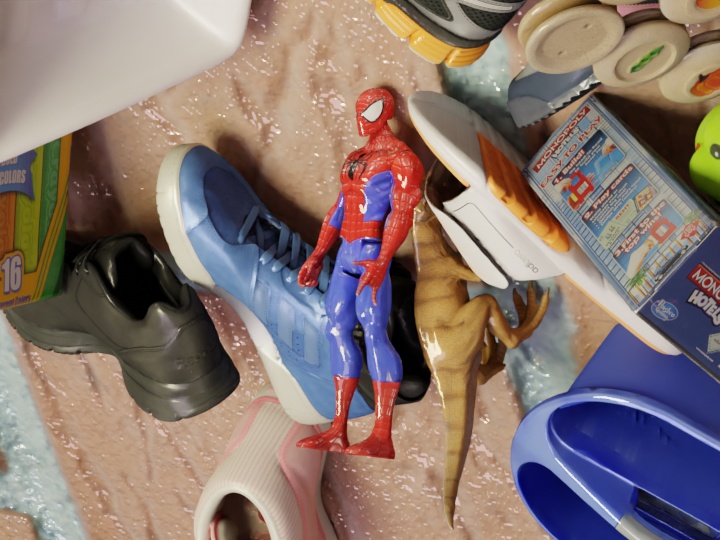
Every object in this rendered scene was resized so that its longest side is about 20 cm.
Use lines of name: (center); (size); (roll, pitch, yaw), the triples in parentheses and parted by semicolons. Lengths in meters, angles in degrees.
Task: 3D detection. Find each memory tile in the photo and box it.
memory tile: (0.182, -0.146, 1.402); (0.153, 0.017, 0.200); (13, 139, -42)

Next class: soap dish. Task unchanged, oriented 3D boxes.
soap dish: (-0.147, -0.154, 1.555); (0.081, 0.199, 0.158); (46, 145, 28)

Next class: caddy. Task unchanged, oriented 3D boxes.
caddy: (0.182, 0.122, 1.672); (0.199, 0.105, 0.142); (29, 138, 3)

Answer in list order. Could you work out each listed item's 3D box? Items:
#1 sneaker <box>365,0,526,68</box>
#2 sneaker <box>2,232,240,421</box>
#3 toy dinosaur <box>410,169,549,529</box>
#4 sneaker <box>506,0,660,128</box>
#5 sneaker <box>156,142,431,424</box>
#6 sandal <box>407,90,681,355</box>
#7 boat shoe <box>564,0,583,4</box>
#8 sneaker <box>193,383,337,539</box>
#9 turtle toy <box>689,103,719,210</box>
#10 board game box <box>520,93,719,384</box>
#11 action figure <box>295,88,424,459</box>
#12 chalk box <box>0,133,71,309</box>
sneaker: (0.007, -0.187, 1.514); (0.200, 0.079, 0.077); (34, 137, -22)
sneaker: (-0.148, 0.010, 1.760); (0.199, 0.076, 0.091); (25, 140, 39)
toy dinosaur: (0.053, 0.044, 1.663); (0.060, 0.106, 0.201); (-14, 81, 43)
sneaker: (0.127, -0.149, 1.496); (0.082, 0.070, 0.200); (51, 131, 3)
sneaker: (-0.028, 0.002, 1.705); (0.111, 0.077, 0.200); (-11, 121, 36)
sandal: (0.090, -0.010, 1.616); (0.207, 0.079, 0.059); (42, 110, -13)
boat shoe: (0.071, -0.220, 1.421); (0.075, 0.062, 0.201); (-16, 99, 44)
sneaker: (-0.063, 0.172, 1.863); (0.075, 0.105, 0.201); (16, 136, 14)
turtle toy: (0.263, -0.055, 1.468); (0.199, 0.101, 0.146); (8, 132, 24)
board game box: (0.174, -0.001, 1.543); (0.062, 0.200, 0.200); (-47, 128, 8)
action figure: (0.000, 0.000, 1.637); (0.051, 0.201, 0.065); (9, 176, -38)
chalk box: (-0.242, -0.084, 1.688); (0.123, 0.125, 0.201); (10, 102, 24)
